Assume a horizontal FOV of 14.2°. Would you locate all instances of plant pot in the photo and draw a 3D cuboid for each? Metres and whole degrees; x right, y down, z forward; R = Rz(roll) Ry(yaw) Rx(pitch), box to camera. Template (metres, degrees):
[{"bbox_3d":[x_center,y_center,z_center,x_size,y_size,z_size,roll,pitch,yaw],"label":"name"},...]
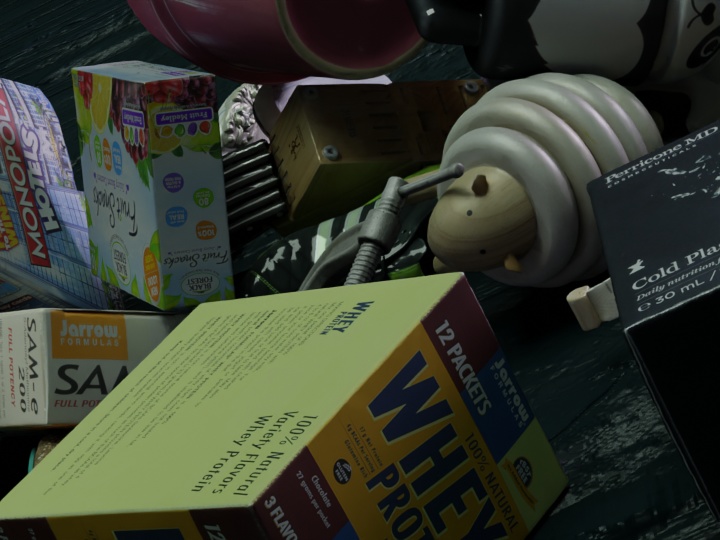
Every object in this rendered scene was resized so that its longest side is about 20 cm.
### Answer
[{"bbox_3d":[-0.036,-0.204,1.827,0.200,0.201,0.179,-34,29,-14],"label":"plant pot"}]

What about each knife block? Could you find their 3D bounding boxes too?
[{"bbox_3d":[-0.018,-0.050,1.906,0.199,0.064,0.176,-4,-30,-24],"label":"knife block"}]

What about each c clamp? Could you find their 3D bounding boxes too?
[{"bbox_3d":[-0.022,0.033,1.663,0.201,0.027,0.171,-65,17,-16],"label":"c clamp"}]

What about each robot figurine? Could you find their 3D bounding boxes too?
[{"bbox_3d":[0.130,-0.173,1.733,0.199,0.125,0.150,2,-24,-10],"label":"robot figurine"}]

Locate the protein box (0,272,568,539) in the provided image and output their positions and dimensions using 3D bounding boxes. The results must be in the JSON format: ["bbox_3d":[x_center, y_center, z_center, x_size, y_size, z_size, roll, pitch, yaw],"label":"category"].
[{"bbox_3d":[-0.041,0.118,1.474,0.199,0.135,0.199,-8,29,44],"label":"protein box"}]

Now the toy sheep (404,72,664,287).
[{"bbox_3d":[0.111,-0.055,1.693,0.138,0.138,0.200,-5,24,46],"label":"toy sheep"}]

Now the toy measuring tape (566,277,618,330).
[{"bbox_3d":[0.197,-0.031,1.612,0.199,0.074,0.074,-30,21,-5],"label":"toy measuring tape"}]

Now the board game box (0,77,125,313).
[{"bbox_3d":[-0.248,-0.048,1.907,0.061,0.201,0.200,-20,-13,22],"label":"board game box"}]

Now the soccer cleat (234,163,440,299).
[{"bbox_3d":[0.000,0.000,1.794,0.200,0.068,0.081,-33,34,-13],"label":"soccer cleat"}]

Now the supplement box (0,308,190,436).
[{"bbox_3d":[-0.213,0.067,1.813,0.126,0.074,0.199,3,-6,-45],"label":"supplement box"}]

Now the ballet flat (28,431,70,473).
[{"bbox_3d":[-0.163,0.144,1.666,0.065,0.071,0.200,-15,26,5],"label":"ballet flat"}]

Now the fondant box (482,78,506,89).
[{"bbox_3d":[0.135,-0.195,1.892,0.144,0.058,0.200,-21,-21,0],"label":"fondant box"}]

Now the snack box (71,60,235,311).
[{"bbox_3d":[-0.134,-0.058,1.840,0.053,0.143,0.200,-9,9,-17],"label":"snack box"}]

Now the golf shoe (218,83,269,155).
[{"bbox_3d":[-0.108,-0.073,2.078,0.097,0.078,0.200,-19,21,38],"label":"golf shoe"}]

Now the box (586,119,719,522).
[{"bbox_3d":[0.232,-0.002,1.431,0.199,0.124,0.197,-25,20,9],"label":"box"}]

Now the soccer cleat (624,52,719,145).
[{"bbox_3d":[0.173,-0.117,1.840,0.078,0.069,0.200,-42,28,-24],"label":"soccer cleat"}]

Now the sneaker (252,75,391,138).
[{"bbox_3d":[-0.030,-0.096,1.992,0.071,0.073,0.200,-37,-12,21],"label":"sneaker"}]
